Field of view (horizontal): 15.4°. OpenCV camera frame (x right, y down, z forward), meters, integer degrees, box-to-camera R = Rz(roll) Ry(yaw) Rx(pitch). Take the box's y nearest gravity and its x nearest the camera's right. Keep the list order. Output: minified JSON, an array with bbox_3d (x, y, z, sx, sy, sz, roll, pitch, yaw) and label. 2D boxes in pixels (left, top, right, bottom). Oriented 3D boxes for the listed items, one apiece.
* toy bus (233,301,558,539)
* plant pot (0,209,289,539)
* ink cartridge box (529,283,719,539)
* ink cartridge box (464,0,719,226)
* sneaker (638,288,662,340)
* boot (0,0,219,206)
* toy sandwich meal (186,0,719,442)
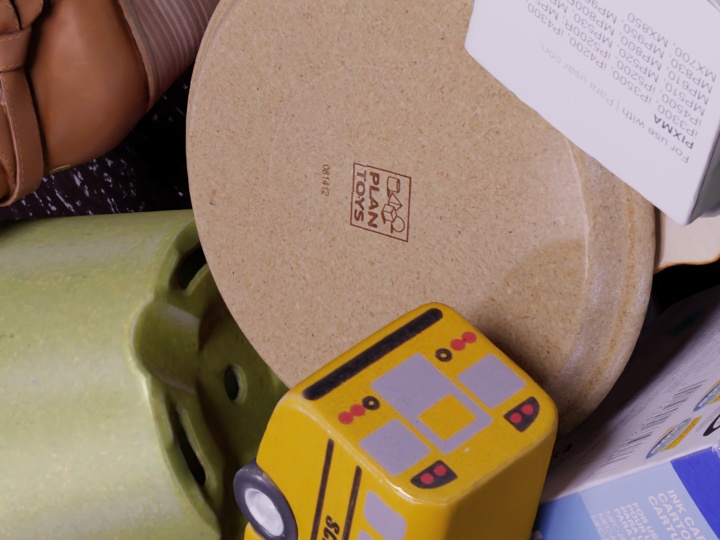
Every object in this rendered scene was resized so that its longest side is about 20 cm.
[{"bbox_3d":[0.005,0.099,0.846,0.078,0.065,0.201,41,145,25],"label":"toy bus"},{"bbox_3d":[-0.115,0.056,1.023,0.183,0.201,0.201,-12,118,29],"label":"plant pot"},{"bbox_3d":[0.131,0.054,0.819,0.076,0.136,0.200,50,150,-4],"label":"ink cartridge box"},{"bbox_3d":[0.110,-0.130,0.632,0.083,0.147,0.201,38,147,19],"label":"ink cartridge box"},{"bbox_3d":[0.000,0.000,0.955,0.199,0.115,0.079,31,146,29],"label":"sneaker"},{"bbox_3d":[-0.156,-0.123,0.984,0.076,0.155,0.201,-9,117,56],"label":"boot"},{"bbox_3d":[0.030,-0.034,0.865,0.204,0.070,0.207,14,114,34],"label":"toy sandwich meal"}]
